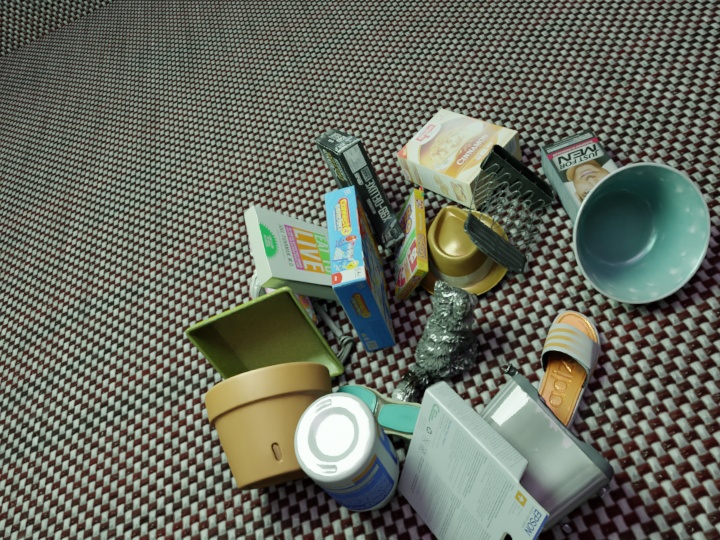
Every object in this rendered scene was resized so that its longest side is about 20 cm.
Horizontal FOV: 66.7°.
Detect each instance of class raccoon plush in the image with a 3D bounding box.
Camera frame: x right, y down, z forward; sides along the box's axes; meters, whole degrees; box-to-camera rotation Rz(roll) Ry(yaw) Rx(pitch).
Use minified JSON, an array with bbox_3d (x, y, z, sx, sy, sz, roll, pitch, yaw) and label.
[{"bbox_3d":[0.118,0.117,0.843,0.095,0.135,0.202,22,65,31],"label":"raccoon plush"}]

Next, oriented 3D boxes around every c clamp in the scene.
[{"bbox_3d":[-0.077,0.106,0.999,0.169,0.027,0.201,-35,50,-5],"label":"c clamp"}]

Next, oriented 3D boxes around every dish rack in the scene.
[{"bbox_3d":[0.254,-0.101,0.944,0.054,0.151,0.203,-41,20,52],"label":"dish rack"}]

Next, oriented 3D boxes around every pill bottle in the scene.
[{"bbox_3d":[-0.008,0.258,0.746,0.109,0.202,0.114,-9,52,12],"label":"pill bottle"}]

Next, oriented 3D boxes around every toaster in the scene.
[{"bbox_3d":[0.220,0.234,0.718,0.129,0.114,0.200,-44,60,3],"label":"toaster"}]

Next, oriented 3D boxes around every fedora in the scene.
[{"bbox_3d":[0.172,-0.049,0.977,0.195,0.083,0.205,-11,52,13],"label":"fedora"}]

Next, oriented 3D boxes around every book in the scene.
[{"bbox_3d":[-0.107,-0.027,0.953,0.048,0.198,0.137,-32,64,30],"label":"book"}]

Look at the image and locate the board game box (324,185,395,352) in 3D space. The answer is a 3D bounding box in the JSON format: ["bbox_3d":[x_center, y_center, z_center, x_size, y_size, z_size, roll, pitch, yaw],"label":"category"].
[{"bbox_3d":[0.000,0.000,0.934,0.054,0.202,0.200,-14,52,9],"label":"board game box"}]

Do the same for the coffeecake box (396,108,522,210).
[{"bbox_3d":[0.195,-0.228,1.098,0.154,0.074,0.198,-46,48,-14],"label":"coffeecake box"}]

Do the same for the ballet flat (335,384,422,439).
[{"bbox_3d":[0.038,0.227,0.841,0.197,0.062,0.069,7,63,46],"label":"ballet flat"}]

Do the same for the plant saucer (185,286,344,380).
[{"bbox_3d":[-0.151,0.119,0.904,0.195,0.202,0.048,-21,34,14],"label":"plant saucer"}]

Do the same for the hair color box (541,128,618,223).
[{"bbox_3d":[0.406,-0.153,0.976,0.097,0.061,0.204,-19,52,7],"label":"hair color box"}]

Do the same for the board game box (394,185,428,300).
[{"bbox_3d":[0.091,-0.057,1.013,0.029,0.096,0.204,15,52,-14],"label":"board game box"}]

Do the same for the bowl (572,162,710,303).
[{"bbox_3d":[0.411,-0.061,0.844,0.196,0.206,0.105,-19,8,6],"label":"bowl"}]

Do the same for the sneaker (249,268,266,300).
[{"bbox_3d":[-0.132,-0.003,1.064,0.199,0.078,0.082,-42,46,-11],"label":"sneaker"}]

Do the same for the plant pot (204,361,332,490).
[{"bbox_3d":[-0.128,0.241,0.827,0.195,0.200,0.143,-18,66,8],"label":"plant pot"}]

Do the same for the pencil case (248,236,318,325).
[{"bbox_3d":[-0.141,0.019,0.986,0.085,0.088,0.205,-21,73,5],"label":"pencil case"}]

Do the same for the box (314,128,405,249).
[{"bbox_3d":[-0.003,-0.156,1.021,0.049,0.203,0.158,-32,28,-7],"label":"box"}]

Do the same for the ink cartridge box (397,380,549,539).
[{"bbox_3d":[0.137,0.279,0.688,0.043,0.201,0.199,-16,42,-35],"label":"ink cartridge box"}]

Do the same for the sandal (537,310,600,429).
[{"bbox_3d":[0.301,0.144,0.800,0.077,0.060,0.210,11,61,27],"label":"sandal"}]
